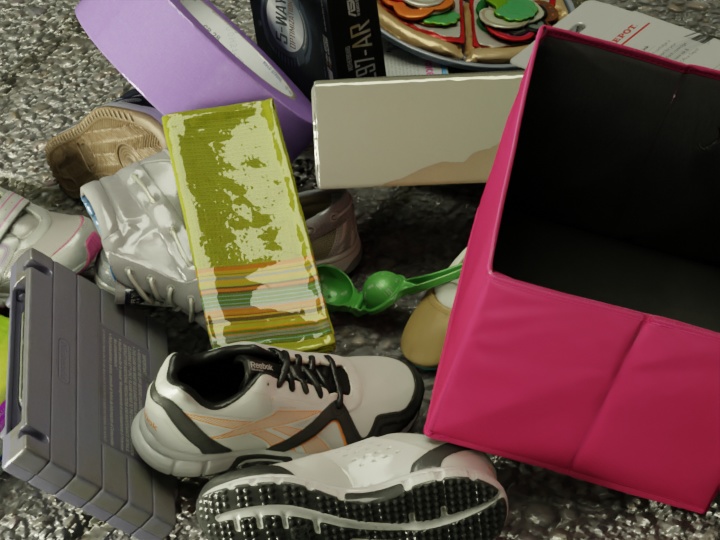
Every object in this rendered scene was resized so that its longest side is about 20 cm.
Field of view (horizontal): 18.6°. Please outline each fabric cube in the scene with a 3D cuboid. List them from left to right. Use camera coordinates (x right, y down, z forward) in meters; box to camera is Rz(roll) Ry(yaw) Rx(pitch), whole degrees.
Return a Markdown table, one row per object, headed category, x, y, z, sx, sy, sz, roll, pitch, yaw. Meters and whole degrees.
| category | x | y | z | sx | sy | sz | roll | pitch | yaw |
| --- | --- | --- | --- | --- | --- | --- | --- | --- | --- |
| fabric cube | 0.167 | 0.003 | 1.376 | 0.199 | 0.200 | 0.197 | 15 | 55 | -1 |

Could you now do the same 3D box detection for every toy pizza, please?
| category | x | y | z | sx | sy | sz | roll | pitch | yaw |
| --- | --- | --- | --- | --- | --- | --- | --- | --- | --- |
| toy pizza | 0.086 | -0.233 | 1.831 | 0.199 | 0.032 | 0.201 | 9 | 38 | -7 |

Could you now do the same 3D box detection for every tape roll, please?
| category | x | y | z | sx | sy | sz | roll | pitch | yaw |
| --- | --- | --- | --- | --- | --- | --- | --- | --- | --- |
| tape roll | -0.121 | -0.154 | 1.665 | 0.066 | 0.200 | 0.200 | -46 | 42 | 9 |

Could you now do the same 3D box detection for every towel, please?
| category | x | y | z | sx | sy | sz | roll | pitch | yaw |
| --- | --- | --- | --- | --- | --- | --- | --- | --- | --- |
| towel | -0.078 | -0.029 | 1.526 | 0.086 | 0.018 | 0.201 | -8 | 64 | -15 |

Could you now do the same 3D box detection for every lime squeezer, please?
| category | x | y | z | sx | sy | sz | roll | pitch | yaw |
| --- | --- | --- | --- | --- | --- | --- | --- | --- | --- |
| lime squeezer | 0.000 | 0.000 | 1.567 | 0.199 | 0.071 | 0.038 | 10 | 26 | 20 |

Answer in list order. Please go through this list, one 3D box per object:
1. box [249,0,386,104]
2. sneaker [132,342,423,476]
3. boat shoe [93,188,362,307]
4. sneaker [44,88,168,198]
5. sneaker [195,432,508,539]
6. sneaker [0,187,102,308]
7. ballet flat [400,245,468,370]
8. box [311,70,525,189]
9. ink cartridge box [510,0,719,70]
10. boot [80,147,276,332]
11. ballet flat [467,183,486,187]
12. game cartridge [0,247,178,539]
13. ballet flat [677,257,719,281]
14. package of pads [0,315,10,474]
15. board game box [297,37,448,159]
| category | x | y | z | sx | sy | sz | roll | pitch | yaw |
| --- | --- | --- | --- | --- | --- | --- | --- | --- | --- |
| box | -0.039 | -0.219 | 1.694 | 0.043 | 0.201 | 0.160 | -23 | 42 | -18 |
| sneaker | -0.047 | 0.085 | 1.444 | 0.199 | 0.080 | 0.074 | -8 | 50 | -22 |
| boat shoe | -0.101 | -0.022 | 1.631 | 0.201 | 0.065 | 0.075 | -5 | 39 | 5 |
| sneaker | -0.159 | -0.109 | 1.697 | 0.108 | 0.070 | 0.200 | -29 | 11 | -29 |
| sneaker | -0.006 | 0.147 | 1.417 | 0.199 | 0.074 | 0.080 | -2 | 28 | 0 |
| sneaker | -0.288 | -0.030 | 1.646 | 0.199 | 0.089 | 0.082 | 2 | 40 | 23 |
| ballet flat | 0.101 | -0.005 | 1.572 | 0.200 | 0.063 | 0.069 | -36 | 48 | -29 |
| box | 0.067 | -0.103 | 1.585 | 0.199 | 0.078 | 0.095 | -2 | 6 | 3 |
| ink cartridge box | 0.226 | -0.132 | 1.695 | 0.199 | 0.068 | 0.116 | 25 | 48 | 34 |
| boot | -0.127 | 0.012 | 1.549 | 0.095 | 0.074 | 0.201 | -22 | 69 | -13 |
| ballet flat | 0.111 | -0.090 | 1.668 | 0.199 | 0.069 | 0.068 | 10 | 41 | 22 |
| game cartridge | -0.181 | 0.085 | 1.479 | 0.038 | 0.129 | 0.200 | -39 | 34 | 23 |
| ballet flat | 0.228 | -0.036 | 1.580 | 0.070 | 0.071 | 0.201 | -9 | 47 | 1 |
| package of pads | -0.320 | 0.084 | 1.544 | 0.199 | 0.068 | 0.155 | 15 | 46 | 26 |
| board game box | 0.004 | -0.172 | 1.815 | 0.134 | 0.034 | 0.200 | -8 | 39 | 3 |
